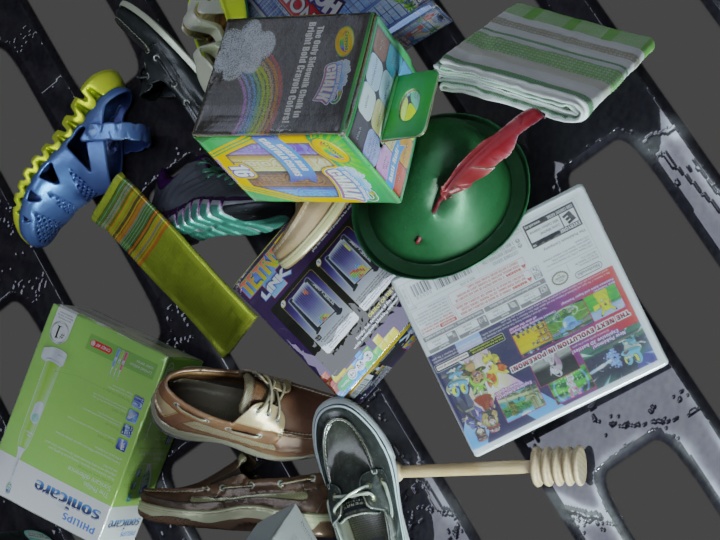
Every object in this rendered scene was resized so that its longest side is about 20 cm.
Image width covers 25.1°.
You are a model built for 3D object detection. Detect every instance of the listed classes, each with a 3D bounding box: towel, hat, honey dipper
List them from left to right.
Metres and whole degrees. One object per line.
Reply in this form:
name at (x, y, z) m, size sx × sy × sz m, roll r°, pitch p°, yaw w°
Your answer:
towel at (-0.187, -0.005, 1.604) m, size 0.200 × 0.018 × 0.086 m, roll 46°, pitch 144°, yaw 5°
hat at (0.059, -0.106, 1.424) m, size 0.199 × 0.176 × 0.167 m, roll -30°, pitch 62°, yaw 5°
honey dipper at (0.111, 0.186, 1.510) m, size 0.198 × 0.038 × 0.038 m, roll -5°, pitch 82°, yaw 21°
towel at (0.169, -0.188, 1.458) m, size 0.148 × 0.200 × 0.031 m, roll 20°, pitch 121°, yaw 20°

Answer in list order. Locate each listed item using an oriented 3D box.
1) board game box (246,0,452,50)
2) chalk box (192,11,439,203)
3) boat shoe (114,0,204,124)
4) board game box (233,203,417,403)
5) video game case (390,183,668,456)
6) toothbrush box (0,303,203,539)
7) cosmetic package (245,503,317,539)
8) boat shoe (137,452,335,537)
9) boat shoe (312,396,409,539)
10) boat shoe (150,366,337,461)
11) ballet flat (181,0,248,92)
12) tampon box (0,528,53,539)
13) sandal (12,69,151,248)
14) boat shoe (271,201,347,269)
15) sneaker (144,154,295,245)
board game box at (-0.047, -0.254, 1.607) m, size 0.200 × 0.062 × 0.200 m, roll -43°, pitch 71°, yaw 10°
chalk box at (-0.022, -0.139, 1.406) m, size 0.198 × 0.124 × 0.126 m, roll 3°, pitch 66°, yaw 27°
boat shoe at (-0.194, -0.193, 1.648) m, size 0.199 × 0.075 × 0.066 m, roll 44°, pitch 87°, yaw 10°
board game box at (0.000, 0.000, 1.562) m, size 0.165 × 0.057 × 0.200 m, roll 45°, pitch 99°, yaw 21°
video game case at (0.154, 0.046, 1.484) m, size 0.199 × 0.023 × 0.184 m, roll -26°, pitch 89°, yaw 8°
toothbrush box at (-0.269, 0.154, 1.628) m, size 0.145 × 0.086 × 0.202 m, roll 22°, pitch 91°, yaw 21°
cosmetic package at (-0.044, 0.328, 1.460) m, size 0.051 × 0.151 × 0.201 m, roll -29°, pitch 93°, yaw 17°
boat shoe at (-0.117, 0.216, 1.576) m, size 0.200 × 0.075 × 0.076 m, roll 3°, pitch 82°, yaw 9°
boat shoe at (0.005, 0.217, 1.503) m, size 0.071 × 0.071 × 0.202 m, roll -20°, pitch 93°, yaw 13°
boat shoe at (-0.101, 0.133, 1.541) m, size 0.198 × 0.072 × 0.076 m, roll 4°, pitch 60°, yaw -7°
ballet flat at (-0.140, -0.224, 1.585) m, size 0.067 × 0.067 × 0.202 m, roll -35°, pitch 62°, yaw 40°
tampon box at (-0.316, 0.363, 1.587) m, size 0.199 × 0.150 × 0.127 m, roll 34°, pitch 96°, yaw 20°
sandal at (-0.286, -0.106, 1.673) m, size 0.087 × 0.079 × 0.201 m, roll 35°, pitch 98°, yaw 17°
boat shoe at (-0.034, -0.097, 1.512) m, size 0.064 × 0.071 × 0.201 m, roll 32°, pitch 85°, yaw -10°
sneaker at (-0.143, -0.081, 1.596) m, size 0.199 × 0.074 × 0.089 m, roll -8°, pitch 71°, yaw 40°
